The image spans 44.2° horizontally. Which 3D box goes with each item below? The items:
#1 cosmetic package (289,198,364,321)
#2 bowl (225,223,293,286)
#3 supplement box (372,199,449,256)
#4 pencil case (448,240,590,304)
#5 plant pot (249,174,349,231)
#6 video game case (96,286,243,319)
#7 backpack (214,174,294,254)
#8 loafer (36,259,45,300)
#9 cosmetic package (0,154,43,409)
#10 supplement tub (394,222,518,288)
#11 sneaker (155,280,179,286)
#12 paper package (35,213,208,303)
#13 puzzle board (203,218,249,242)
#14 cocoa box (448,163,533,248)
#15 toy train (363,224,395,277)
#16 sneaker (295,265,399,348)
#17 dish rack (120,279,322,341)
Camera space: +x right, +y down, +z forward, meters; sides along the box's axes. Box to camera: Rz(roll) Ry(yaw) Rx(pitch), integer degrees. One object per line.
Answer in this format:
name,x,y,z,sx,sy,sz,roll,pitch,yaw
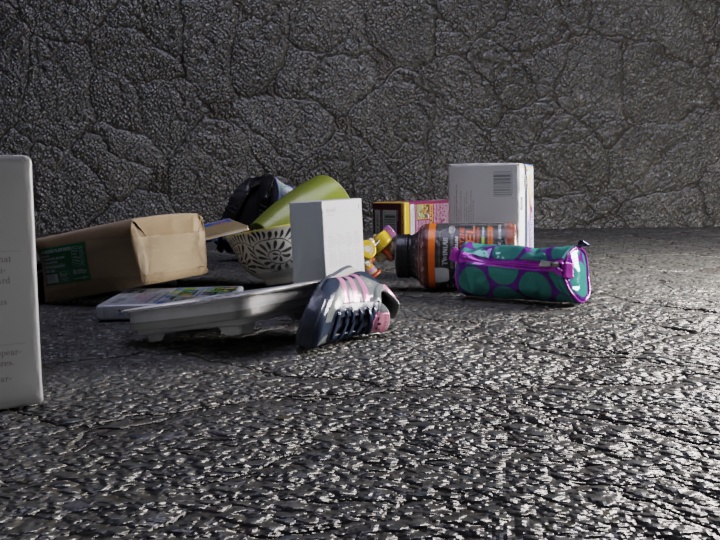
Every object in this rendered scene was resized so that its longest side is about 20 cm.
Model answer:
cosmetic package,-0.041,-0.020,1.207,0.051,0.154,0.200,1,5,14
bowl,-0.128,-0.027,1.523,0.197,0.096,0.201,-10,2,0
supplement box,0.125,-0.100,2.092,0.102,0.134,0.198,3,6,41
pencil case,0.232,0.000,1.282,0.198,0.087,0.092,3,-20,39
plant pot,-0.139,-0.087,1.916,0.198,0.190,0.186,-24,19,-36
video game case,-0.264,0.045,1.264,0.179,0.022,0.200,-2,5,-3
backpack,-0.222,-0.122,2.077,0.197,0.194,0.153,3,-9,38
loafer,-0.526,0.016,1.347,0.067,0.072,0.200,-1,5,14
cosmetic package,-0.365,0.007,0.733,0.163,0.204,0.164,-4,6,-32
supplement tub,0.156,-0.023,1.436,0.196,0.109,0.107,-1,5,9
sneaker,-0.367,-0.013,1.611,0.078,0.075,0.200,-4,6,-8
paper package,-0.373,-0.023,1.394,0.197,0.106,0.190,-9,2,23
puzzle board,-0.312,-0.059,1.598,0.197,0.018,0.150,-14,13,-20
cocoa box,0.235,-0.089,1.584,0.131,0.204,0.131,1,5,23
toy train,0.000,0.000,1.452,0.150,0.056,0.200,-44,-4,22
sneaker,-0.009,0.046,0.994,0.081,0.071,0.200,25,21,10
dish rack,-0.153,0.047,1.005,0.197,0.044,0.171,-7,2,34
